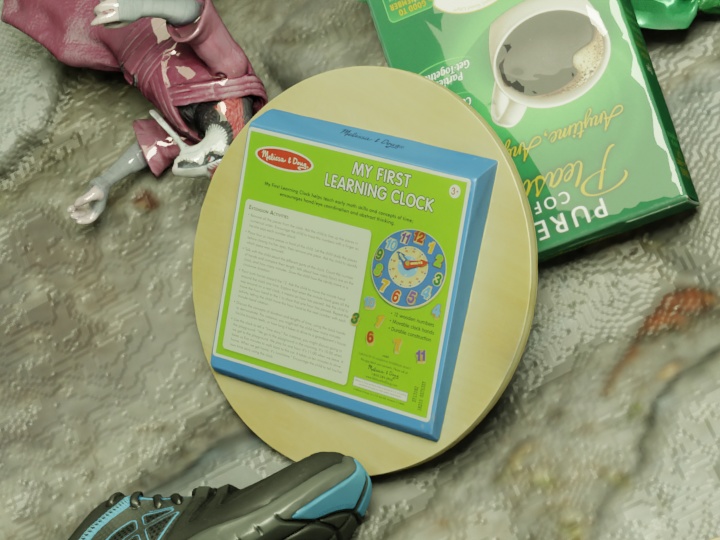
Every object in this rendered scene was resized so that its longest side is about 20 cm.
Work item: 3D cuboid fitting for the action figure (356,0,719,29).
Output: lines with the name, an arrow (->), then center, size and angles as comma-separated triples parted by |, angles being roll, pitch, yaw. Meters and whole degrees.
action figure -> 0.111, -0.160, 1.227 | 0.200, 0.055, 0.118 | 15, 71, 24

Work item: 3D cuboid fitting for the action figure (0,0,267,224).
action figure -> -0.103, -0.116, 1.285 | 0.149, 0.134, 0.200 | -22, 64, -40

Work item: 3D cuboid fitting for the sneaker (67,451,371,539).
sneaker -> -0.091, 0.131, 1.157 | 0.200, 0.073, 0.082 | -29, 58, 5

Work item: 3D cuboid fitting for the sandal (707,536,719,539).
sandal -> 0.117, 0.202, 1.044 | 0.078, 0.070, 0.212 | 27, 78, 29

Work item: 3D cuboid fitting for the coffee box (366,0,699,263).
coffee box -> 0.077, -0.104, 1.181 | 0.123, 0.044, 0.200 | -22, 81, 14

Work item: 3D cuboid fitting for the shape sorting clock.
shape sorting clock -> 0.000, 0.000, 1.174 | 0.200, 0.039, 0.200 | 1, 93, 35
